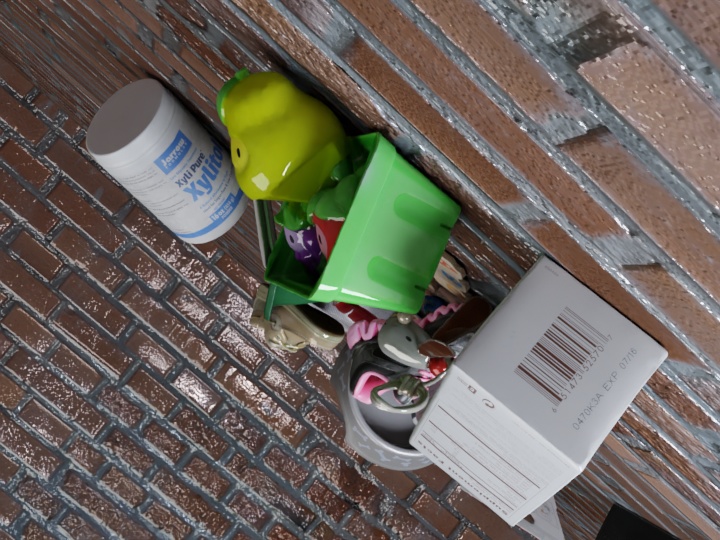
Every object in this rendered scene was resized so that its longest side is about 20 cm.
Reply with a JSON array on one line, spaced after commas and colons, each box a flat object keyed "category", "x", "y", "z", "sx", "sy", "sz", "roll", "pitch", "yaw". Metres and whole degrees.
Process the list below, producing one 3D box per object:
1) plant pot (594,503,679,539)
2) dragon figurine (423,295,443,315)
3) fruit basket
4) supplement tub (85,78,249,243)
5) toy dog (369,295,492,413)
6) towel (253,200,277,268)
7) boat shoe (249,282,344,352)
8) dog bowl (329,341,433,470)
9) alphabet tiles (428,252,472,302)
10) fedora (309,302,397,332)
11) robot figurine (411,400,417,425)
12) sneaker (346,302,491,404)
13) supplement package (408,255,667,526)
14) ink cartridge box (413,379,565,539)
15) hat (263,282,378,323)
[{"category": "plant pot", "x": 0.426, "y": 0.490, "z": 1.561, "sx": 0.199, "sy": 0.178, "sz": 0.200, "roll": 42, "pitch": 171, "yaw": -18}, {"category": "dragon figurine", "x": 0.085, "y": 0.069, "z": 1.257, "sx": 0.099, "sy": 0.059, "sz": 0.200, "roll": 45, "pitch": 171, "yaw": -31}, {"category": "fruit basket", "x": -0.041, "y": -0.061, "z": 0.877, "sx": 0.215, "sy": 0.156, "sz": 0.216, "roll": 23, "pitch": 177, "yaw": 1}, {"category": "supplement tub", "x": -0.248, "y": -0.140, "z": 1.426, "sx": 0.132, "sy": 0.132, "sz": 0.200, "roll": 33, "pitch": 170, "yaw": 46}, {"category": "toy dog", "x": 0.110, "y": 0.075, "z": 1.008, "sx": 0.199, "sy": 0.097, "sz": 0.132, "roll": 11, "pitch": -150, "yaw": 7}, {"category": "towel", "x": -0.117, "y": -0.062, "z": 1.320, "sx": 0.200, "sy": 0.023, "sz": 0.153, "roll": 124, "pitch": 136, "yaw": -83}, {"category": "boat shoe", "x": -0.083, "y": 0.070, "z": 1.321, "sx": 0.072, "sy": 0.065, "sz": 0.200, "roll": 25, "pitch": 180, "yaw": -31}, {"category": "dog bowl", "x": 0.061, "y": 0.160, "z": 1.429, "sx": 0.200, "sy": 0.200, "sz": 0.059, "roll": 41, "pitch": 159, "yaw": -2}, {"category": "alphabet tiles", "x": 0.030, "y": -0.037, "z": 1.090, "sx": 0.195, "sy": 0.015, "sz": 0.200, "roll": 38, "pitch": 172, "yaw": 20}, {"category": "fedora", "x": -0.030, "y": 0.016, "z": 1.395, "sx": 0.200, "sy": 0.090, "sz": 0.177, "roll": 40, "pitch": 172, "yaw": 1}, {"category": "robot figurine", "x": 0.145, "y": 0.173, "z": 1.336, "sx": 0.200, "sy": 0.150, "sz": 0.125, "roll": 38, "pitch": 147, "yaw": 21}, {"category": "sneaker", "x": 0.068, "y": 0.094, "z": 1.117, "sx": 0.199, "sy": 0.096, "sz": 0.079, "roll": -14, "pitch": 140, "yaw": 36}, {"category": "supplement package", "x": 0.129, "y": 0.101, "z": 0.839, "sx": 0.117, "sy": 0.117, "sz": 0.200, "roll": 38, "pitch": 158, "yaw": 10}, {"category": "ink cartridge box", "x": 0.132, "y": 0.201, "z": 1.136, "sx": 0.162, "sy": 0.057, "sz": 0.200, "roll": 35, "pitch": -150, "yaw": -24}, {"category": "hat", "x": 0.000, "y": 0.000, "z": 1.171, "sx": 0.175, "sy": 0.166, "sz": 0.200, "roll": 17, "pitch": 175, "yaw": -2}]
